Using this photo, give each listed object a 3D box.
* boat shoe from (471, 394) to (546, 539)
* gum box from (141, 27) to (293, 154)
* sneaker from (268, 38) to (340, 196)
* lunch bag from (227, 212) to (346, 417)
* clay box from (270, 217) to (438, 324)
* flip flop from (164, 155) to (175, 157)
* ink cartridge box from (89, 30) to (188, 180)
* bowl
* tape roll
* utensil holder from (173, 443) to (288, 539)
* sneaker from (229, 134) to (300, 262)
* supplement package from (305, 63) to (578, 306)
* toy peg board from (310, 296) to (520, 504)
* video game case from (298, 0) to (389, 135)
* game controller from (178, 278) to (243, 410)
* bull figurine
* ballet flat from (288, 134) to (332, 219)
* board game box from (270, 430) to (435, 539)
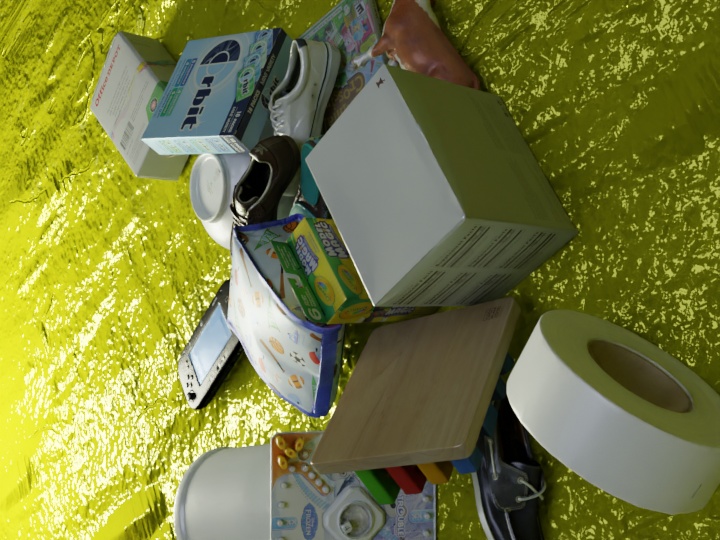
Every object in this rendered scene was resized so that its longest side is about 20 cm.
[{"bbox_3d":[0.161,0.228,0.983,0.067,0.071,0.204,-30,66,40],"label":"boat shoe"},{"bbox_3d":[-0.196,-0.244,1.285,0.197,0.044,0.173,4,65,41],"label":"gum box"},{"bbox_3d":[-0.088,-0.200,1.205,0.073,0.070,0.204,29,106,60],"label":"sneaker"},{"bbox_3d":[-0.079,0.059,1.165,0.201,0.122,0.172,55,150,38],"label":"lunch bag"},{"bbox_3d":[0.000,0.000,1.060,0.048,0.198,0.116,-47,59,32],"label":"clay box"},{"bbox_3d":[-0.215,-0.225,1.370,0.198,0.057,0.082,-31,58,19],"label":"flip flop"},{"bbox_3d":[-0.339,-0.263,1.486,0.200,0.086,0.147,48,120,32],"label":"ink cartridge box"},{"bbox_3d":[-0.179,-0.115,1.307,0.199,0.089,0.206,4,95,50],"label":"bowl"},{"bbox_3d":[0.232,0.120,0.826,0.202,0.200,0.072,42,116,36],"label":"tape roll"},{"bbox_3d":[-0.115,0.304,1.192,0.198,0.168,0.174,-17,77,41],"label":"utensil holder"},{"bbox_3d":[-0.142,-0.081,1.190,0.070,0.075,0.203,34,120,25],"label":"sneaker"},{"bbox_3d":[0.084,-0.080,0.979,0.147,0.197,0.194,-44,60,34],"label":"supplement package"},{"bbox_3d":[0.079,0.149,0.991,0.196,0.098,0.202,-16,33,38],"label":"toy peg board"},{"bbox_3d":[-0.036,-0.243,1.227,0.198,0.022,0.186,-28,70,41],"label":"video game case"},{"bbox_3d":[-0.217,0.111,1.386,0.105,0.042,0.201,54,123,31],"label":"game controller"},{"bbox_3d":[0.063,-0.253,1.094,0.121,0.064,0.202,-43,62,28],"label":"bull figurine"},{"bbox_3d":[-0.048,-0.090,1.198,0.075,0.073,0.202,56,147,30],"label":"ballet flat"},{"bbox_3d":[-0.005,0.288,1.073,0.026,0.195,0.205,167,103,-79],"label":"board game box"}]
